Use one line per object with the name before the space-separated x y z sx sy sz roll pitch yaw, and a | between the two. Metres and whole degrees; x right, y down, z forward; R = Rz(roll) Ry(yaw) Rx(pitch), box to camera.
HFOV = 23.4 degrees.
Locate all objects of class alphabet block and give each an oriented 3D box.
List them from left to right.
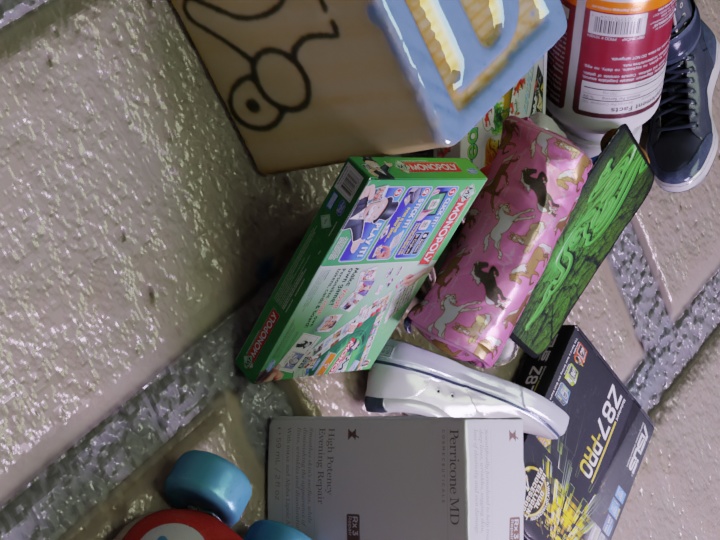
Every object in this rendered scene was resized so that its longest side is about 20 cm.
alphabet block | 0.005 -0.207 1.324 0.196 0.200 0.196 -44 118 -40

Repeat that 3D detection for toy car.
toy car | -0.066 0.240 1.204 0.177 0.200 0.184 50 53 -32

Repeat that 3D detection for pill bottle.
pill bottle | 0.222 -0.199 1.575 0.113 0.113 0.200 -44 149 -40

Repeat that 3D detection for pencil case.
pencil case | 0.111 -0.024 1.386 0.200 0.086 0.083 -62 166 0

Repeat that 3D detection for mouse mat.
mouse mat | 0.187 -0.021 1.489 0.200 0.008 0.161 -58 156 -2

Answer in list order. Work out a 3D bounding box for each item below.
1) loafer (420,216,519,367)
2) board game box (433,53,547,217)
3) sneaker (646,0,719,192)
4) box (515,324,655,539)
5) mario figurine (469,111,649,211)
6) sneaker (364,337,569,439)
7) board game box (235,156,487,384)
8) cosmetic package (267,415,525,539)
loafer | 0.082 0.002 1.471 0.072 0.063 0.200 -30 109 -6
board game box | 0.114 -0.148 1.522 0.126 0.035 0.200 -18 114 -46
sneaker | 0.302 -0.191 1.719 0.146 0.077 0.203 48 44 -47
box | 0.185 0.175 1.589 0.161 0.049 0.200 51 53 -33
mario figurine | 0.160 -0.077 1.513 0.200 0.106 0.124 -17 98 -45
sneaker | 0.085 0.118 1.469 0.200 0.073 0.071 21 84 -25
board game box | 0.000 0.000 1.328 0.134 0.029 0.200 -4 133 -48
cosmetic package | 0.024 0.159 1.307 0.074 0.200 0.102 5 82 -47
